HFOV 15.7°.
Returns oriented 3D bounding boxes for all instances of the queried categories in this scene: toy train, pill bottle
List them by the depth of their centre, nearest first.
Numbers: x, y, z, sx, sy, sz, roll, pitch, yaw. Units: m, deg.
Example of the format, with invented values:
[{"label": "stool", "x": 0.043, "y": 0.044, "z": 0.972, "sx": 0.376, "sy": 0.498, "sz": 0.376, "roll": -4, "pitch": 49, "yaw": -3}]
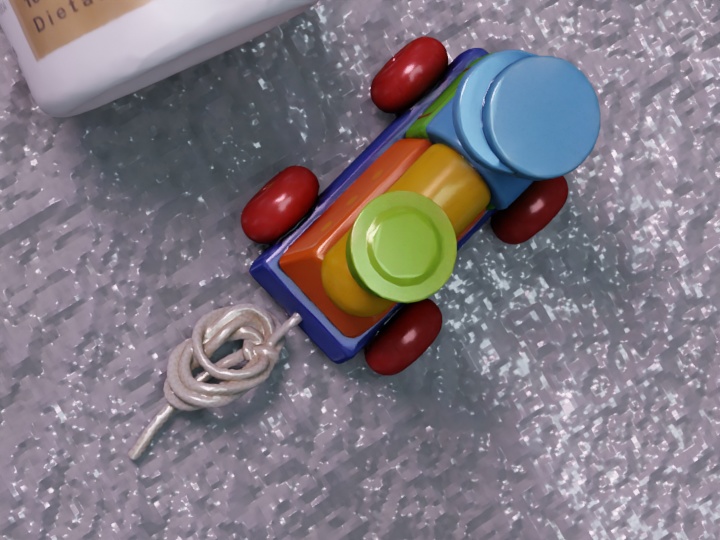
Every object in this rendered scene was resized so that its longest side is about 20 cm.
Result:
[{"label": "pill bottle", "x": -0.100, "y": -0.165, "z": 0.911, "sx": 0.114, "sy": 0.114, "sz": 0.201, "roll": -25, "pitch": 93, "yaw": -13}, {"label": "toy train", "x": 0.000, "y": 0.000, "z": 0.925, "sx": 0.085, "sy": 0.116, "sz": 0.200, "roll": 46, "pitch": 78, "yaw": -7}]
